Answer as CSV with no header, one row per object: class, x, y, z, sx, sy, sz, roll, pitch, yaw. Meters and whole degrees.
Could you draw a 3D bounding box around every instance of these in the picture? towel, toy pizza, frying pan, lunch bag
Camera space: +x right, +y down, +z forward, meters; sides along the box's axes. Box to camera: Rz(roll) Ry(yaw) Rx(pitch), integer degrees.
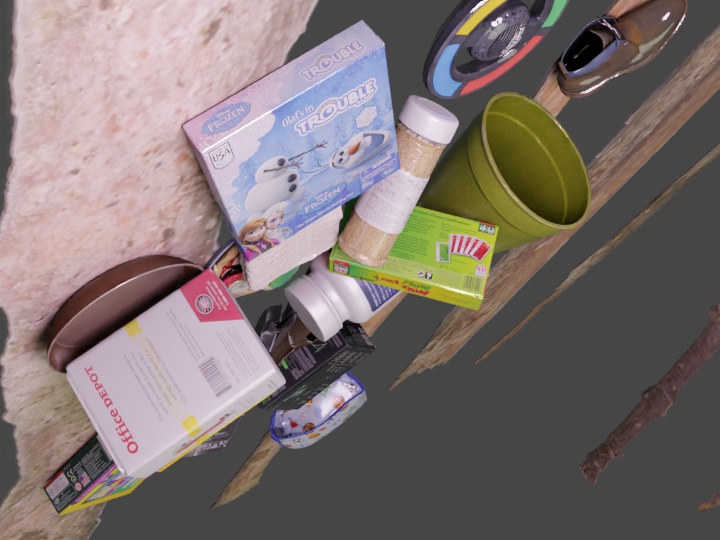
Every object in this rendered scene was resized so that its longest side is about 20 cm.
towel,-0.083,-0.060,1.075,0.132,0.035,0.201,-31,152,-18
toy pizza,-0.113,-0.017,1.196,0.199,0.032,0.200,-33,164,-11
frying pan,-0.134,0.103,1.345,0.190,0.031,0.116,-172,-77,-79
lunch bag,-0.095,0.273,1.887,0.200,0.124,0.170,-42,165,-7

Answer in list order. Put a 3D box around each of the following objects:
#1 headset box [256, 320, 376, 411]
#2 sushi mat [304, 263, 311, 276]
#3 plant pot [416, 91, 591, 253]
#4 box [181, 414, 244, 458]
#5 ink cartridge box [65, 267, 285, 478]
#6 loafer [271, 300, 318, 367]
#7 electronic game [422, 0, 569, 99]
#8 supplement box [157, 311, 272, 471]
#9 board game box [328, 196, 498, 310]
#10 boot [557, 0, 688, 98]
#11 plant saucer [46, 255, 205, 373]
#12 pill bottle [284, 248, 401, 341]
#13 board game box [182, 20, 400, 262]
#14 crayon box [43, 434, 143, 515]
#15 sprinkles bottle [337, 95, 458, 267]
headset box,-0.095,0.152,1.595,0.199,0.093,0.174,-38,164,10
sushi mat,0.010,-0.050,1.387,0.199,0.012,0.096,-26,160,-31
plant pot,0.177,-0.106,1.294,0.199,0.202,0.192,-18,168,-45
box,-0.236,0.205,1.438,0.160,0.048,0.200,-63,160,6
ink cartridge box,-0.208,0.118,1.065,0.199,0.146,0.083,-34,165,-5
loafer,-0.098,0.099,1.435,0.200,0.070,0.073,-55,-167,48
electronic game,0.151,-0.262,1.030,0.199,0.042,0.200,-33,163,-11
supplement box,-0.217,0.147,1.239,0.199,0.110,0.109,-35,-158,-4
board game box,0.067,-0.027,1.203,0.048,0.198,0.103,97,8,-68
boot,0.346,-0.305,1.246,0.199,0.075,0.097,-38,167,14
plant saucer,-0.265,0.044,1.057,0.199,0.035,0.201,-32,163,-11
pill bottle,0.000,0.000,1.281,0.199,0.120,0.120,-38,165,-15
board game box,-0.058,-0.121,0.936,0.199,0.043,0.200,-33,151,-10
crayon box,-0.371,0.291,1.487,0.200,0.058,0.172,-43,164,19
sprinkles bottle,0.042,-0.103,1.109,0.068,0.068,0.201,-10,133,-56
